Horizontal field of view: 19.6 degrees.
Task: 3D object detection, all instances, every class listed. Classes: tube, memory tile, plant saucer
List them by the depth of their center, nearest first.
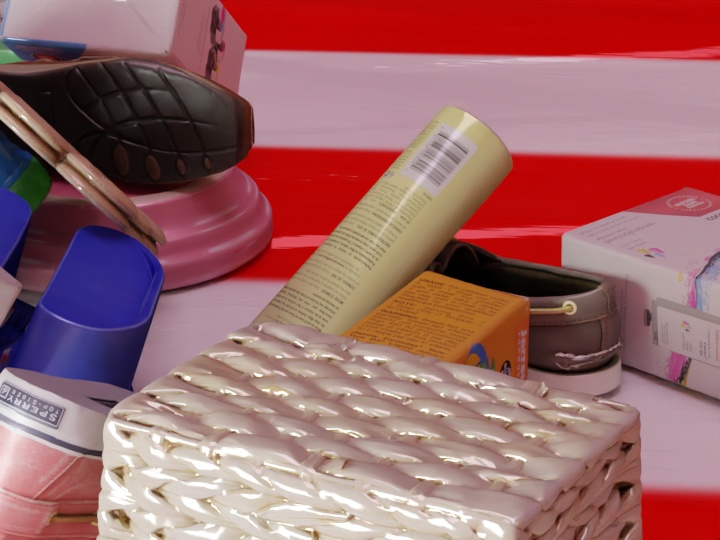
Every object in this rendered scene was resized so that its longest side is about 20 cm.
[{"bbox_3d":[0.000,0.000,1.102,0.200,0.052,0.058,-49,-2,-16],"label":"tube"},{"bbox_3d":[-0.188,-0.085,1.155,0.200,0.017,0.153,42,-3,8],"label":"memory tile"},{"bbox_3d":[-0.154,-0.043,1.299,0.199,0.051,0.201,-1,21,0],"label":"plant saucer"}]

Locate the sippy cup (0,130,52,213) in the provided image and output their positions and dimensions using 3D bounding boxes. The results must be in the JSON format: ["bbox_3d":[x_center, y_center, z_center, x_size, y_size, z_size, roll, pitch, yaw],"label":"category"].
[{"bbox_3d":[-0.264,-0.062,1.171,0.177,0.131,0.140,-21,22,37],"label":"sippy cup"}]

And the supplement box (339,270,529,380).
[{"bbox_3d":[0.015,0.067,1.001,0.068,0.067,0.200,10,25,24],"label":"supplement box"}]

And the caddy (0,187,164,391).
[{"bbox_3d":[-0.176,0.036,1.031,0.140,0.106,0.200,20,16,-4],"label":"caddy"}]

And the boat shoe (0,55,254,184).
[{"bbox_3d":[-0.156,-0.101,1.277,0.198,0.076,0.074,8,18,19],"label":"boat shoe"}]

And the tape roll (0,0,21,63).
[{"bbox_3d":[-0.243,-0.178,1.640,0.198,0.049,0.201,0,22,0],"label":"tape roll"}]

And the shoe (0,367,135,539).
[{"bbox_3d":[-0.116,0.101,0.915,0.071,0.092,0.200,23,-1,21],"label":"shoe"}]

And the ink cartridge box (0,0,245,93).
[{"bbox_3d":[-0.148,-0.149,1.395,0.114,0.068,0.200,7,-11,12],"label":"ink cartridge box"}]

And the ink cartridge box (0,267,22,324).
[{"bbox_3d":[-0.248,0.059,0.910,0.115,0.201,0.068,35,5,40],"label":"ink cartridge box"}]

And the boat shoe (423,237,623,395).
[{"bbox_3d":[0.056,0.013,1.142,0.201,0.061,0.072,17,27,36],"label":"boat shoe"}]

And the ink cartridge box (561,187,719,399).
[{"bbox_3d":[0.218,0.020,1.115,0.116,0.068,0.199,-20,29,-41],"label":"ink cartridge box"}]

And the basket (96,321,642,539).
[{"bbox_3d":[0.003,0.109,0.818,0.199,0.124,0.135,11,23,28],"label":"basket"}]
